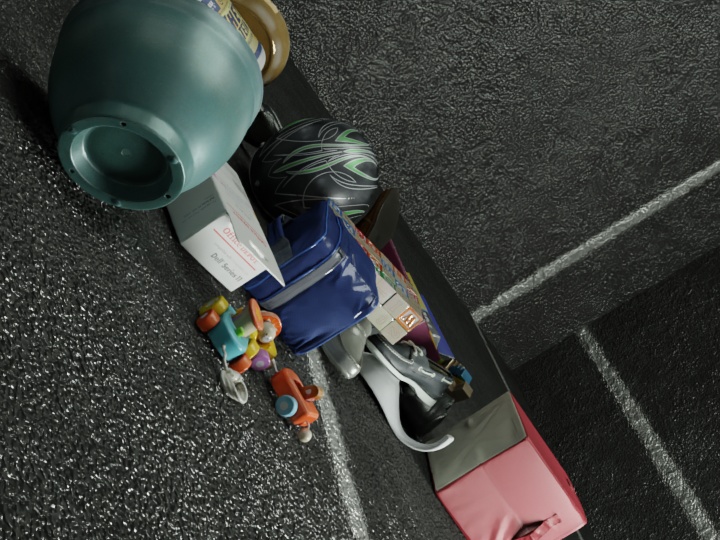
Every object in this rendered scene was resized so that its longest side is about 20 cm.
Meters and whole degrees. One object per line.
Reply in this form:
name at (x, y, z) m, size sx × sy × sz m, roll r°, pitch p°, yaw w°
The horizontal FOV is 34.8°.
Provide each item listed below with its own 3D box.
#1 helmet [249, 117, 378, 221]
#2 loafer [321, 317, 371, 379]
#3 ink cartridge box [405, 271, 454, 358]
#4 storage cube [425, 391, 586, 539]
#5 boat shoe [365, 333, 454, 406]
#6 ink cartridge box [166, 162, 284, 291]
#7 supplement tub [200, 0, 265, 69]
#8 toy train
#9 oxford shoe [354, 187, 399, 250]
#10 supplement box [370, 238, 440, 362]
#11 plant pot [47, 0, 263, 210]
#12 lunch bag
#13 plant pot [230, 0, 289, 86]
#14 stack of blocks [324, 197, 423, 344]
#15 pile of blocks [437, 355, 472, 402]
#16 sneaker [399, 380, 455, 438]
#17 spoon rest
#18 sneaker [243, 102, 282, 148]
helmet at (-0.071, -0.149, 1.820) m, size 0.200 × 0.200 × 0.191 m, roll 59°, pitch -3°, yaw 13°
loafer at (-0.019, 0.086, 1.633) m, size 0.070 × 0.070 × 0.200 m, roll 54°, pitch 9°, yaw -25°
ink cartridge box at (0.073, 0.061, 2.100) m, size 0.200 × 0.047 × 0.198 m, roll 17°, pitch 28°, yaw -28°
storage cube at (0.225, 0.333, 1.813) m, size 0.180 × 0.171 × 0.200 m, roll 55°, pitch 9°, yaw -15°
boat shoe at (0.075, 0.137, 1.736) m, size 0.076 × 0.060 × 0.200 m, roll 48°, pitch 4°, yaw 39°
ink cartridge box at (-0.166, -0.059, 1.309) m, size 0.117 × 0.067 × 0.200 m, roll 49°, pitch 11°, yaw -50°
supplement tub at (-0.245, -0.345, 1.651) m, size 0.200 × 0.144 × 0.144 m, roll 53°, pitch 9°, yaw -31°
toy train at (-0.094, 0.094, 1.200) m, size 0.150 × 0.056 × 0.200 m, roll 61°, pitch 8°, yaw 24°
oxford shoe at (0.006, -0.062, 1.867) m, size 0.200 × 0.071 × 0.071 m, roll -60°, pitch 144°, yaw -33°
supplement box at (0.043, 0.058, 1.897) m, size 0.131 × 0.103 × 0.200 m, roll 67°, pitch 2°, yaw -53°
plant pot at (-0.202, -0.142, 1.062) m, size 0.200 × 0.200 × 0.134 m, roll 52°, pitch 37°, yaw -37°
lunch bag at (-0.067, -0.004, 1.453) m, size 0.132 × 0.136 × 0.200 m, roll 55°, pitch 8°, yaw -18°
plant pot at (-0.208, -0.349, 1.754) m, size 0.200 × 0.200 × 0.028 m, roll 53°, pitch 29°, yaw -29°
stack of blocks at (0.000, 0.000, 1.655) m, size 0.200 × 0.059 × 0.115 m, roll 46°, pitch 13°, yaw -16°
pile of blocks at (0.144, 0.179, 2.050) m, size 0.062 × 0.082 × 0.200 m, roll 54°, pitch -13°, yaw -16°
sneaker at (0.101, 0.213, 1.902) m, size 0.091 × 0.076 × 0.200 m, roll 48°, pitch 3°, yaw 4°
spoon rest at (0.051, 0.200, 1.733) m, size 0.200 × 0.061 × 0.099 m, roll 46°, pitch 3°, yaw 17°
sneaker at (-0.205, -0.276, 1.895) m, size 0.200 × 0.076 × 0.114 m, roll 54°, pitch 10°, yaw -6°
